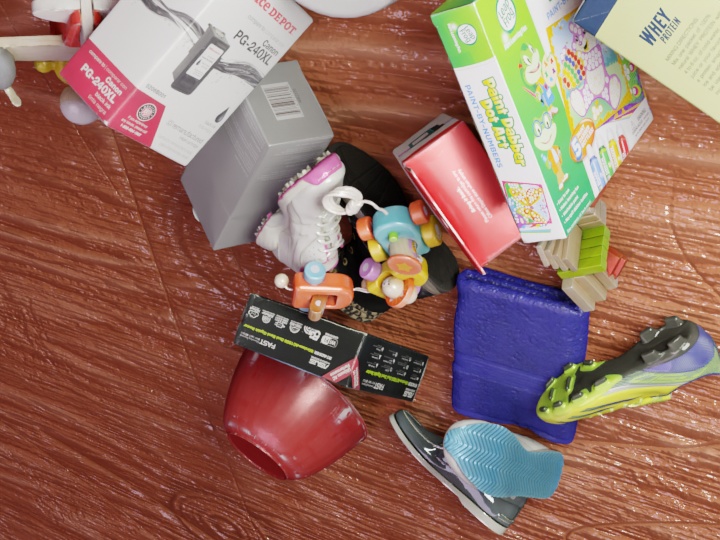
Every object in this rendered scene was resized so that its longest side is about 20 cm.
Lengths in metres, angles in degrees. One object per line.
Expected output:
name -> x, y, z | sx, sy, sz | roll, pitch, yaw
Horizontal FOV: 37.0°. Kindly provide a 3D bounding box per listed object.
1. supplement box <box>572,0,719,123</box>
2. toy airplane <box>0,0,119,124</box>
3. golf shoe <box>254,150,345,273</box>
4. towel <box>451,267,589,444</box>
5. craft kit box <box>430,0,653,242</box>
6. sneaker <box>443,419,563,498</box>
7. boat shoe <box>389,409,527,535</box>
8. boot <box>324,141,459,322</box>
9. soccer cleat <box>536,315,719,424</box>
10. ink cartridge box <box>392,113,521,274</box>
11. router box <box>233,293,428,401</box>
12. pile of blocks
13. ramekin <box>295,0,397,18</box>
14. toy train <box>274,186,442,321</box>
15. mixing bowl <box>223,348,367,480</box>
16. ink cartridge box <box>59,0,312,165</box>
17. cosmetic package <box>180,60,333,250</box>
supplement box -> 0.295, -0.216, 0.740 | 0.200, 0.134, 0.200 | 36, 139, 8
toy airplane -> -0.282, -0.218, 1.092 | 0.200, 0.199, 0.141 | 6, 103, 25
golf shoe -> -0.043, -0.052, 1.101 | 0.092, 0.075, 0.200 | 48, 155, 3
towel -> 0.173, 0.091, 1.167 | 0.147, 0.050, 0.200 | 14, 131, 20
craft kit box -> 0.153, -0.158, 0.854 | 0.048, 0.200, 0.198 | -8, 119, 42
sneaker -> 0.145, 0.210, 1.202 | 0.081, 0.077, 0.200 | 13, 170, 43
boat shoe -> 0.121, 0.236, 1.332 | 0.200, 0.073, 0.062 | 44, 96, 10
boot -> -0.002, -0.033, 1.182 | 0.200, 0.073, 0.151 | 46, 139, -11
soccer cleat -> 0.266, 0.117, 1.073 | 0.200, 0.065, 0.084 | -33, 117, 34
ink cartridge box -> 0.092, -0.074, 0.978 | 0.067, 0.200, 0.116 | -36, 100, 5
router box -> -0.029, 0.091, 1.225 | 0.150, 0.062, 0.200 | 19, 177, 27
pile of blocks -> 0.199, -0.053, 0.995 | 0.062, 0.082, 0.200 | -13, 116, 37
ramekin -> -0.009, -0.317, 0.926 | 0.200, 0.098, 0.201 | 21, 135, 23
toy train -> 0.000, 0.000, 1.063 | 0.150, 0.056, 0.200 | 5, 147, -13
mixing bowl -> -0.103, 0.198, 1.385 | 0.200, 0.108, 0.200 | 31, 156, 16
ink cartridge box -> -0.160, -0.215, 1.020 | 0.200, 0.145, 0.083 | -47, 67, 8
cosmetic package -> -0.117, -0.121, 1.163 | 0.107, 0.090, 0.200 | 64, 147, 19
